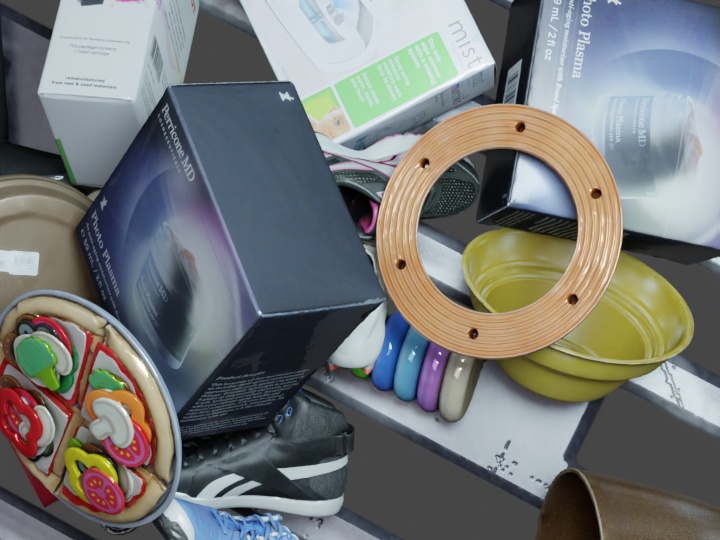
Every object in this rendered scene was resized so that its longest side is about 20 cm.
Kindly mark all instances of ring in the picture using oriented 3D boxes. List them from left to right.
[{"bbox_3d":[0.108,-0.030,1.338,0.198,0.019,0.203,-3,79,17],"label":"ring"}]

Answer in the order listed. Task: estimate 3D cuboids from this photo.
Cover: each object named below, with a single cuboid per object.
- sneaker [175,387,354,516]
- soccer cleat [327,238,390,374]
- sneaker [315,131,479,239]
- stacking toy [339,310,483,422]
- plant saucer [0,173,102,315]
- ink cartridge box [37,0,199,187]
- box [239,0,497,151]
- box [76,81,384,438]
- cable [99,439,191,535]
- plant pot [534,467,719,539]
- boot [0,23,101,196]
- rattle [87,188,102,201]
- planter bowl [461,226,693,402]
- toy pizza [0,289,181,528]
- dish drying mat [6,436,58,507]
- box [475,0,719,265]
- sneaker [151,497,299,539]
[{"bbox_3d":[-0.102,0.137,1.426,0.198,0.073,0.113,6,103,-21],"label":"sneaker"},{"bbox_3d":[0.000,0.000,1.417,0.068,0.201,0.078,3,127,1],"label":"soccer cleat"},{"bbox_3d":[0.013,-0.058,1.417,0.198,0.081,0.087,-1,39,-26],"label":"sneaker"},{"bbox_3d":[0.003,0.062,1.462,0.198,0.085,0.086,16,84,12],"label":"stacking toy"},{"bbox_3d":[-0.275,0.023,1.400,0.198,0.029,0.203,-3,97,-29],"label":"plant saucer"},{"bbox_3d":[-0.198,-0.190,1.435,0.083,0.145,0.202,5,63,6],"label":"ink cartridge box"},{"bbox_3d":[-0.001,-0.216,1.482,0.175,0.097,0.202,-25,82,2],"label":"box"},{"bbox_3d":[-0.108,-0.008,1.318,0.122,0.199,0.202,-6,61,-38],"label":"box"},{"bbox_3d":[-0.158,0.139,1.463,0.200,0.050,0.097,-41,104,-5],"label":"cable"},{"bbox_3d":[0.258,0.259,1.384,0.197,0.187,0.190,4,83,-11],"label":"plant pot"},{"bbox_3d":[-0.318,-0.153,1.511,0.163,0.066,0.203,-9,78,0],"label":"boot"},{"bbox_3d":[-0.253,-0.027,1.504,0.130,0.142,0.201,47,71,-25],"label":"rattle"},{"bbox_3d":[0.169,0.050,1.424,0.198,0.201,0.084,19,120,5],"label":"planter bowl"},{"bbox_3d":[-0.219,0.112,1.316,0.198,0.032,0.202,18,121,31],"label":"toy pizza"},{"bbox_3d":[-0.300,0.106,1.461,0.018,0.077,0.202,-29,91,-34],"label":"dish drying mat"},{"bbox_3d":[0.217,-0.125,1.429,0.196,0.123,0.203,10,84,-9],"label":"box"},{"bbox_3d":[-0.099,0.223,1.397,0.077,0.200,0.076,-46,49,0],"label":"sneaker"}]
